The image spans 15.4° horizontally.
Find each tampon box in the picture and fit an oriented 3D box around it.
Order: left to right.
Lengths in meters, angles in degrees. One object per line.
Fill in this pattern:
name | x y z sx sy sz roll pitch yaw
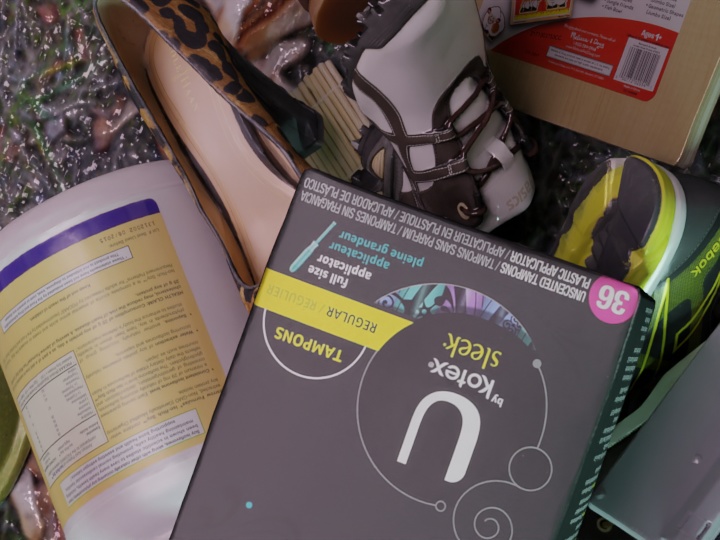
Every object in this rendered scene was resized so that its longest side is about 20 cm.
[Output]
tampon box | 0.020 0.079 1.104 0.149 0.126 0.201 19 90 10

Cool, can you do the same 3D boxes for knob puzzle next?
knob puzzle | 0.127 -0.161 1.244 0.219 0.030 0.221 -16 66 41

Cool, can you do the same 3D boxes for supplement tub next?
supplement tub | -0.093 0.063 1.306 0.145 0.145 0.201 -30 73 26

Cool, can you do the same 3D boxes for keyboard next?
keyboard | 0.178 0.038 1.163 0.056 0.011 0.200 30 74 31

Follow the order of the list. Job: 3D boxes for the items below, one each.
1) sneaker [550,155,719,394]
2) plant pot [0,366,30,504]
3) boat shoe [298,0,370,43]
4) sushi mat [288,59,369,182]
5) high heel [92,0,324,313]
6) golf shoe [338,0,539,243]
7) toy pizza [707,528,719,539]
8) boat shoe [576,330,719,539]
sneaker | 0.117 0.036 1.223 0.200 0.084 0.075 -60 36 38
plant pot | -0.302 0.055 1.412 0.199 0.184 0.202 -2 87 32
boat shoe | 0.032 -0.197 1.277 0.200 0.070 0.071 -40 53 29
sushi mat | 0.000 0.000 1.331 0.096 0.012 0.201 -40 68 22
high heel | -0.067 -0.044 1.227 0.071 0.142 0.201 -39 36 22
golf shoe | 0.046 -0.072 1.218 0.094 0.200 0.078 38 74 19
toy pizza | 0.217 0.184 1.122 0.199 0.032 0.201 2 61 -3
boat shoe | 0.128 0.104 1.212 0.201 0.072 0.061 -43 63 19
